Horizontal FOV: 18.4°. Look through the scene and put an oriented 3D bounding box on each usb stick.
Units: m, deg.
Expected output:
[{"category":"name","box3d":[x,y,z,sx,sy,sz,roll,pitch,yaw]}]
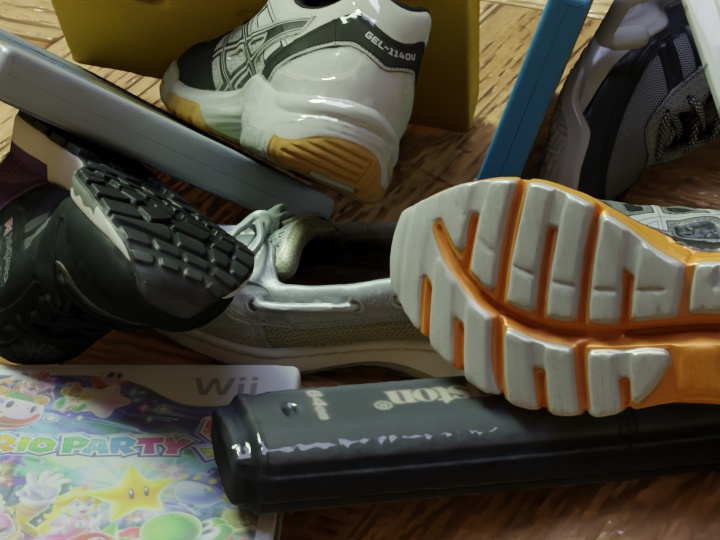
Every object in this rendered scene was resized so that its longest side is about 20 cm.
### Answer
[{"category":"usb stick","box3d":[0.047,0.057,0.794,0.198,0.033,0.056,-4,33,-14]}]

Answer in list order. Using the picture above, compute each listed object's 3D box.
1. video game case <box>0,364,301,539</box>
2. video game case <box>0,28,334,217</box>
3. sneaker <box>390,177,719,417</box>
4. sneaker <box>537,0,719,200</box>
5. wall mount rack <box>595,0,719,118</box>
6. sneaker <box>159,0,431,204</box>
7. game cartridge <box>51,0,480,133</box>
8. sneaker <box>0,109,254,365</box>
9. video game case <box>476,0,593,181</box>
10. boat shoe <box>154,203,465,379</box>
[{"category":"video game case","box3d":[-0.099,0.093,0.775,0.142,0.018,0.201,-1,30,5]},{"category":"video game case","box3d":[-0.132,-0.079,0.956,0.181,0.022,0.199,29,3,42]},{"category":"sneaker","box3d":[0.107,0.011,0.784,0.198,0.079,0.077,12,13,15]},{"category":"sneaker","box3d":[0.164,-0.078,0.990,0.113,0.076,0.200,27,54,19]},{"category":"wall mount rack","box3d":[0.196,-0.069,0.922,0.172,0.075,0.202,-12,74,-11]},{"category":"sneaker","box3d":[-0.021,-0.085,0.935,0.075,0.088,0.200,23,1,-26]},{"category":"game cartridge","box3d":[-0.045,-0.125,0.988,0.198,0.177,0.033,10,70,6]},{"category":"sneaker","box3d":[-0.102,0.006,0.852,0.075,0.088,0.200,25,5,-24]},{"category":"video game case","box3d":[0.084,-0.098,0.967,0.018,0.144,0.200,23,33,3]},{"category":"boat shoe","box3d":[0.000,0.001,0.875,0.200,0.065,0.074,8,31,27]}]
